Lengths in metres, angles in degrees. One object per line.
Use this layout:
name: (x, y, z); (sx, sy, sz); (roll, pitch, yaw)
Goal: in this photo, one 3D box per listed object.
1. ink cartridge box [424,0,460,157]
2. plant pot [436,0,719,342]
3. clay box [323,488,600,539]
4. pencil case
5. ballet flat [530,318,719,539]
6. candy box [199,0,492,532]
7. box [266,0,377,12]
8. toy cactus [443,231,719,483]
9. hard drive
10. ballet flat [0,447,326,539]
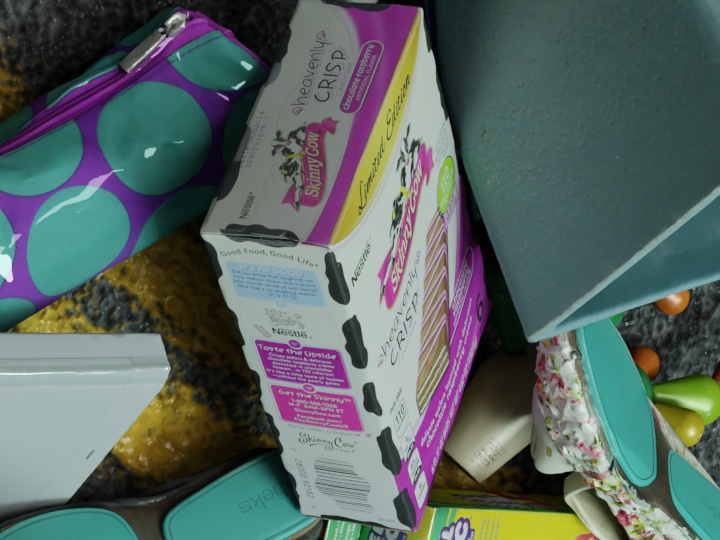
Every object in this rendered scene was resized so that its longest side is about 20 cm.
ink cartridge box: (0.103, -0.123, 1.316); (0.199, 0.039, 0.100); (-16, 109, -33)
plant pot: (0.146, -0.117, 1.195); (0.195, 0.196, 0.201); (-17, 74, -38)
clay box: (0.050, 0.166, 1.306); (0.199, 0.047, 0.116); (8, 96, -53)
pencil case: (-0.131, -0.037, 1.143); (0.199, 0.085, 0.093); (-34, 133, -25)
ballet flat: (0.119, 0.092, 1.292); (0.200, 0.064, 0.076); (54, 32, -36)
candy box: (0.000, 0.000, 1.177); (0.201, 0.061, 0.137); (72, 31, -48)
box: (-0.001, -0.229, 1.183); (0.200, 0.097, 0.124); (-52, 124, -15)
toy cactus: (0.107, 0.038, 1.331); (0.165, 0.102, 0.200); (-49, 132, -5)
hard drive: (-0.193, 0.068, 1.107); (0.199, 0.132, 0.026); (0, 57, -35)
ballet flat: (-0.100, 0.134, 1.207); (0.199, 0.068, 0.068); (-13, 70, -37)
